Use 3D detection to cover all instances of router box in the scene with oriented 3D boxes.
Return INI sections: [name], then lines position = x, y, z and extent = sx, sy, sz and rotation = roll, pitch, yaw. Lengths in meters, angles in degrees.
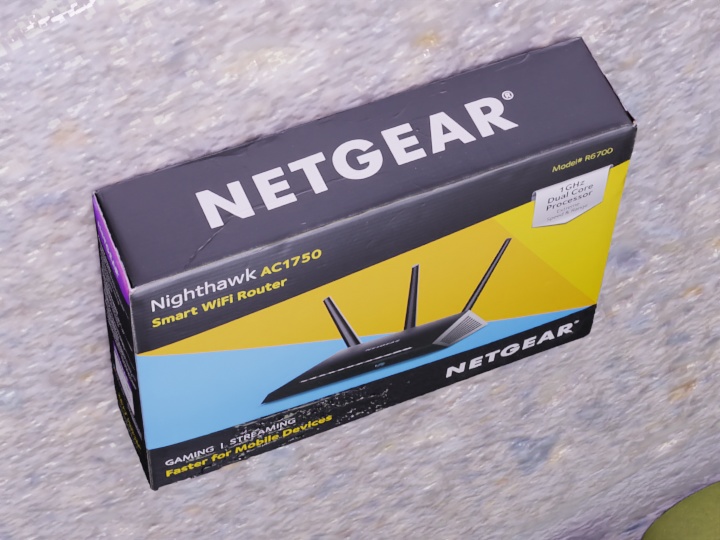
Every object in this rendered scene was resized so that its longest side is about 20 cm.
[router box]
position = 0.000, 0.000, 0.830
extent = 0.199, 0.051, 0.149
rotation = -19, 149, -14

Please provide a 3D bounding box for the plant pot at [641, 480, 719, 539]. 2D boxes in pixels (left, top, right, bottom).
[plant pot]
position = 0.248, 0.227, 1.254
extent = 0.186, 0.201, 0.187
rotation = -21, 151, -12
